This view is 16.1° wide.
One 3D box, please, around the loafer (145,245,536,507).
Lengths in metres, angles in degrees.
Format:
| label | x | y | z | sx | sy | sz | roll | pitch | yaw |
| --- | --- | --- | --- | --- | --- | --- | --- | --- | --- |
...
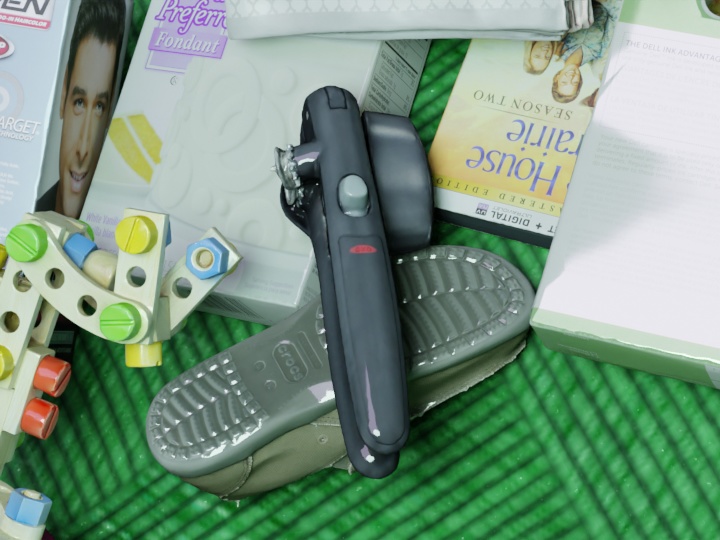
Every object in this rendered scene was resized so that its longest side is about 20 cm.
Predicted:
| label | x | y | z | sx | sy | sz | roll | pitch | yaw |
| --- | --- | --- | --- | --- | --- | --- | --- | --- | --- |
| loafer | -0.006 | 0.053 | 1.236 | 0.199 | 0.070 | 0.075 | -23 | 52 | 1 |

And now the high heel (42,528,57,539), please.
| label | x | y | z | sx | sy | sz | roll | pitch | yaw |
| --- | --- | --- | --- | --- | --- | --- | --- | --- | --- |
| high heel | -0.132 | 0.185 | 1.229 | 0.067 | 0.096 | 0.200 | -43 | 58 | 6 |

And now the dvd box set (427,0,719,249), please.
| label | x | y | z | sx | sy | sz | roll | pitch | yaw |
| --- | --- | --- | --- | --- | --- | --- | --- | --- | --- |
| dvd box set | 0.123 | -0.105 | 1.248 | 0.146 | 0.029 | 0.201 | 16 | 79 | 30 |

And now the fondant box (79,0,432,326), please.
| label | x | y | z | sx | sy | sz | roll | pitch | yaw |
| --- | --- | --- | --- | --- | --- | --- | --- | --- | --- |
| fondant box | -0.053 | -0.077 | 1.311 | 0.144 | 0.058 | 0.201 | 10 | 75 | 29 |

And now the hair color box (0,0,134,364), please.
| label | x | y | z | sx | sy | sz | roll | pitch | yaw |
| --- | --- | --- | --- | --- | --- | --- | --- | --- | --- |
| hair color box | -0.174 | -0.051 | 1.305 | 0.060 | 0.099 | 0.201 | 10 | 90 | 12 |

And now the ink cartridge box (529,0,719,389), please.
| label | x | y | z | sx | sy | sz | roll | pitch | yaw |
| --- | --- | --- | --- | --- | --- | --- | --- | --- | --- |
| ink cartridge box | 0.173 | -0.048 | 1.163 | 0.145 | 0.048 | 0.201 | 12 | 76 | 21 |

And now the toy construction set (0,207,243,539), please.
| label | x | y | z | sx | sy | sz | roll | pitch | yaw |
| --- | --- | --- | --- | --- | --- | --- | --- | --- | --- |
| toy construction set | -0.149 | 0.056 | 1.206 | 0.131 | 0.092 | 0.201 | 21 | 84 | 12 |

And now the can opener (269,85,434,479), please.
| label | x | y | z | sx | sy | sz | roll | pitch | yaw |
| --- | --- | --- | --- | --- | --- | --- | --- | --- | --- |
| can opener | 0.000 | 0.000 | 1.183 | 0.078 | 0.063 | 0.201 | -4 | 55 | -2 |

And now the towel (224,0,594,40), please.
| label | x | y | z | sx | sy | sz | roll | pitch | yaw |
| --- | --- | --- | --- | --- | --- | --- | --- | --- | --- |
| towel | 0.008 | -0.202 | 1.212 | 0.199 | 0.032 | 0.192 | 2 | 112 | 27 |
